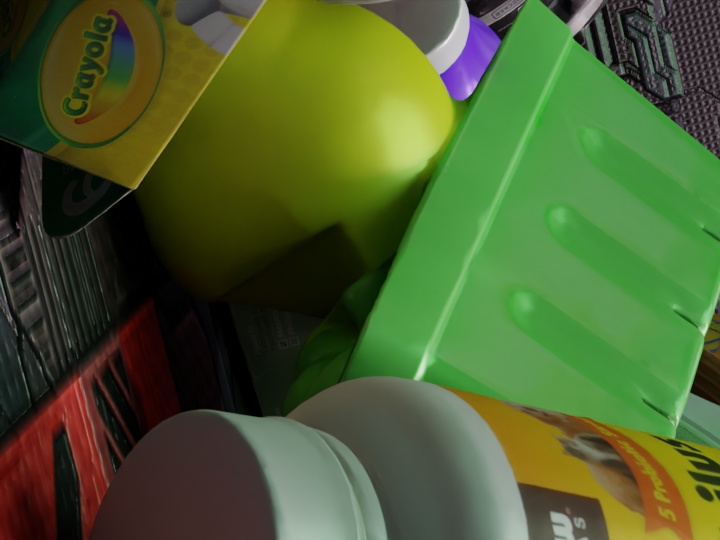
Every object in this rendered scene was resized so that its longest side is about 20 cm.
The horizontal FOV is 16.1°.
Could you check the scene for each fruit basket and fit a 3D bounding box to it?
[{"bbox_3d":[0.000,0.000,0.750,0.216,0.215,0.156,-96,-158,-48],"label":"fruit basket"}]

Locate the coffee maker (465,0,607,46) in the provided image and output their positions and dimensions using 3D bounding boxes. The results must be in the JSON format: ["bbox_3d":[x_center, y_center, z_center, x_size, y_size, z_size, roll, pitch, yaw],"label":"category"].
[{"bbox_3d":[0.007,-0.183,0.986,0.200,0.135,0.192,32,43,-67],"label":"coffee maker"}]

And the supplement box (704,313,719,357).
[{"bbox_3d":[0.124,0.117,0.978,0.067,0.069,0.200,27,-51,55],"label":"supplement box"}]

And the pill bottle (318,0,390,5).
[{"bbox_3d":[0.030,-0.144,0.755,0.200,0.111,0.111,-30,108,-65],"label":"pill bottle"}]

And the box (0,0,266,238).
[{"bbox_3d":[-0.037,-0.110,0.582,0.200,0.048,0.117,-55,-154,33],"label":"box"}]

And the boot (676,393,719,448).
[{"bbox_3d":[0.051,0.064,0.871,0.200,0.095,0.074,22,-57,55],"label":"boot"}]

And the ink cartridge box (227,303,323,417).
[{"bbox_3d":[-0.011,0.015,0.959,0.200,0.048,0.146,-95,170,-63],"label":"ink cartridge box"}]

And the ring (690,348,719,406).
[{"bbox_3d":[0.112,0.118,0.911,0.200,0.019,0.201,37,-45,48],"label":"ring"}]

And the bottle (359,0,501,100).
[{"bbox_3d":[0.033,-0.043,0.955,0.200,0.065,0.084,66,13,-58],"label":"bottle"}]

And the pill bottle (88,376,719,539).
[{"bbox_3d":[0.038,0.087,0.592,0.200,0.109,0.109,14,53,-36],"label":"pill bottle"}]
